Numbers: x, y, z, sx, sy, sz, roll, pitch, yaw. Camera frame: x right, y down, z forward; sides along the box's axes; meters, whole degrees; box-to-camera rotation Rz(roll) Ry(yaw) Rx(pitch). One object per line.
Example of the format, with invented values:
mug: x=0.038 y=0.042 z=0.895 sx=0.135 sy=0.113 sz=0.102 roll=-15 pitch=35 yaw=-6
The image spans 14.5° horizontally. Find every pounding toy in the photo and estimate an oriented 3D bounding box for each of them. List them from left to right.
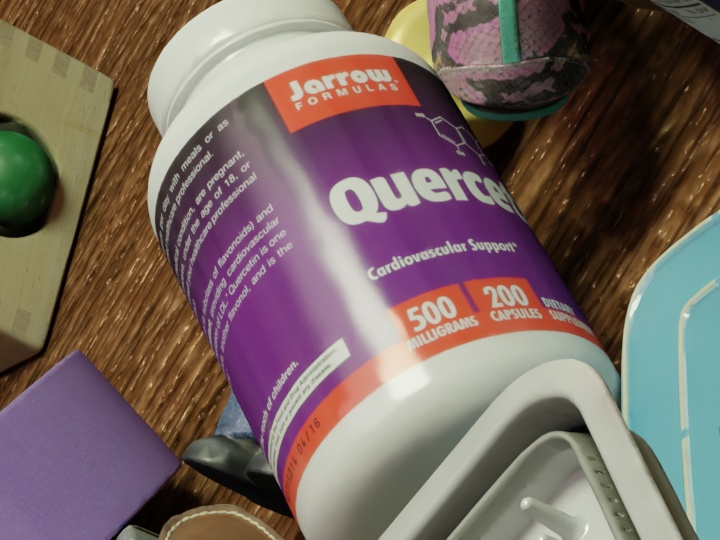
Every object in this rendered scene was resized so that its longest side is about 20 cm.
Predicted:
pounding toy: x=-0.221 y=-0.054 z=1.400 sx=0.200 sy=0.142 sz=0.184 roll=-26 pitch=44 yaw=50

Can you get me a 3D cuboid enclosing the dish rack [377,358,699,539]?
dish rack: x=0.035 y=0.133 z=0.638 sx=0.172 sy=0.043 sz=0.200 roll=-52 pitch=30 yaw=20

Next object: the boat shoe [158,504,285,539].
boat shoe: x=-0.022 y=0.130 z=0.936 sx=0.200 sy=0.076 sz=0.072 roll=-129 pitch=27 yaw=-54

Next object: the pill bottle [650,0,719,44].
pill bottle: x=0.119 y=-0.119 z=0.799 sx=0.111 sy=0.200 sz=0.111 roll=-41 pitch=34 yaw=35

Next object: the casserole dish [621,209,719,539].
casserole dish: x=0.120 y=0.046 z=0.826 sx=0.121 sy=0.039 sz=0.200 roll=-40 pitch=35 yaw=38

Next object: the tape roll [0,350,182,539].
tape roll: x=-0.165 y=0.121 z=1.122 sx=0.200 sy=0.066 sz=0.200 roll=-43 pitch=1 yaw=1

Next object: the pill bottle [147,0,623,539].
pill bottle: x=0.000 y=0.000 z=0.936 sx=0.112 sy=0.112 sz=0.200 roll=-48 pitch=51 yaw=26

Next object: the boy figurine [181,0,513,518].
boy figurine: x=-0.001 y=-0.007 z=1.054 sx=0.124 sy=0.064 sz=0.200 roll=2 pitch=65 yaw=49

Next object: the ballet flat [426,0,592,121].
ballet flat: x=0.049 y=-0.117 z=1.001 sx=0.200 sy=0.069 sz=0.071 roll=-91 pitch=0 yaw=-67

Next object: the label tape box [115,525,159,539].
label tape box: x=-0.090 y=0.211 z=1.013 sx=0.144 sy=0.063 sz=0.200 roll=-50 pitch=29 yaw=23

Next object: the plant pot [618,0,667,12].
plant pot: x=0.105 y=-0.195 z=0.947 sx=0.186 sy=0.186 sz=0.200 roll=-35 pitch=50 yaw=42
